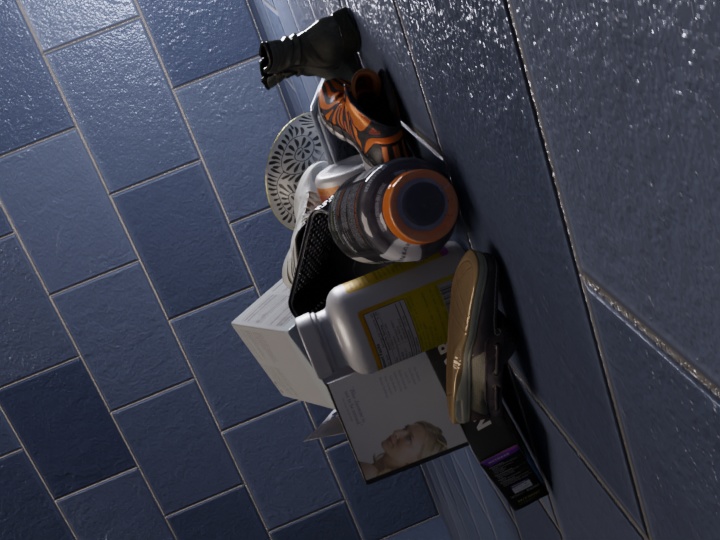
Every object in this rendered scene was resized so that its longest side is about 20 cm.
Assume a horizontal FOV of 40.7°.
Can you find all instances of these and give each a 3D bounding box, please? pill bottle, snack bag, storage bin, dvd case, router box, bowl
[{"bbox_3d":[0.036,-0.060,1.012,0.106,0.106,0.200,68,167,-5],"label":"pill bottle"},{"bbox_3d":[-0.024,-0.200,1.444,0.200,0.021,0.189,-79,-27,-53],"label":"snack bag"},{"bbox_3d":[0.033,0.049,1.070,0.104,0.200,0.104,159,90,-87],"label":"pill bottle"},{"bbox_3d":[0.000,0.000,1.232,0.135,0.094,0.200,33,137,16],"label":"storage bin"},{"bbox_3d":[0.021,-0.055,1.329,0.112,0.112,0.200,-124,13,-73],"label":"pill bottle"},{"bbox_3d":[0.072,0.177,1.259,0.018,0.200,0.143,5,-118,-83],"label":"dvd case"},{"bbox_3d":[0.139,0.160,1.122,0.149,0.051,0.200,54,-172,-50],"label":"router box"},{"bbox_3d":[-0.050,-0.153,1.580,0.094,0.201,0.201,16,137,42],"label":"bowl"}]

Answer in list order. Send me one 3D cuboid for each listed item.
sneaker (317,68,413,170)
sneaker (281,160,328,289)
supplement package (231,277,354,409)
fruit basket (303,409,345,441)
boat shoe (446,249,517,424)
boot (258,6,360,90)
[{"bbox_3d":[0.003,-0.201,1.147,0.200,0.077,0.112,51,161,41],"label":"sneaker"},{"bbox_3d":[-0.055,-0.073,1.372,0.115,0.075,0.201,139,143,-71],"label":"sneaker"},{"bbox_3d":[-0.061,0.096,1.459,0.152,0.151,0.200,56,155,-19],"label":"supplement package"},{"bbox_3d":[0.035,0.208,1.485,0.094,0.200,0.185,62,-148,-7],"label":"fruit basket"},{"bbox_3d":[0.122,0.067,0.956,0.072,0.065,0.200,-101,12,-59],"label":"boat shoe"},{"bbox_3d":[-0.070,-0.269,1.262,0.200,0.130,0.068,85,163,-78],"label":"boot"}]
